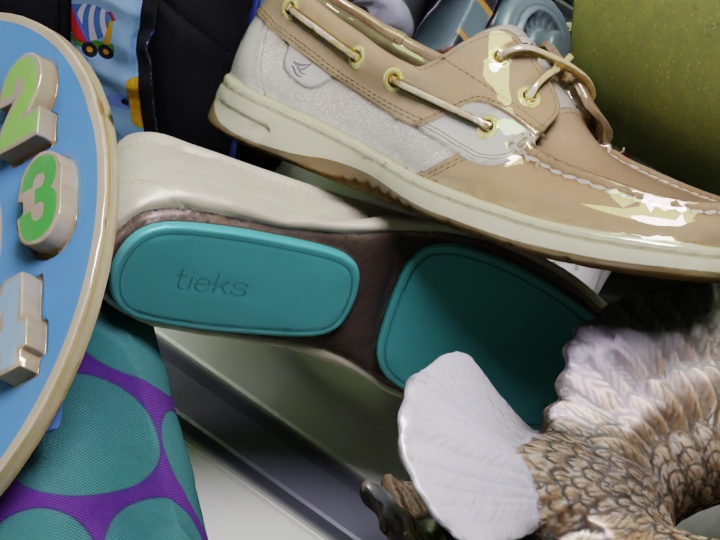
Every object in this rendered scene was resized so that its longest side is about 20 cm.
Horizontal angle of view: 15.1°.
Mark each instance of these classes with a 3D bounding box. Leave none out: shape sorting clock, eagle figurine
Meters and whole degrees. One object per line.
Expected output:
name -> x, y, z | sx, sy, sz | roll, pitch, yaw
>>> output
shape sorting clock -> -0.151, 0.008, 0.876 | 0.039, 0.200, 0.200 | 32, 29, -38
eagle figurine -> 0.104, 0.082, 0.878 | 0.199, 0.152, 0.151 | -11, 10, 8

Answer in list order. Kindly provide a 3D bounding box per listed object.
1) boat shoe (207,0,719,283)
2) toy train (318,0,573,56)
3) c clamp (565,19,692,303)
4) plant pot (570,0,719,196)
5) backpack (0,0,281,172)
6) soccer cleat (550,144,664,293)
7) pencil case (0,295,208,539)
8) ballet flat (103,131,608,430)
boat shoe -> 0.039, -0.049, 0.893 | 0.199, 0.067, 0.074 | 20, 8, 26
toy train -> 0.043, -0.140, 1.021 | 0.085, 0.114, 0.200 | -5, 47, 42
c clamp -> 0.135, -0.052, 1.110 | 0.170, 0.027, 0.200 | 10, 43, -1
plant pot -> 0.179, -0.078, 0.926 | 0.199, 0.188, 0.187 | 9, 40, 21
backpack -> -0.099, -0.123, 1.005 | 0.182, 0.200, 0.135 | 22, 43, 12
soccer cleat -> 0.070, -0.019, 1.001 | 0.069, 0.077, 0.200 | 46, 49, -24
pencil case -> -0.097, 0.073, 0.875 | 0.085, 0.093, 0.200 | 6, 40, -23
ballet flat -> 0.000, 0.000, 0.917 | 0.199, 0.070, 0.070 | 18, 39, -23
